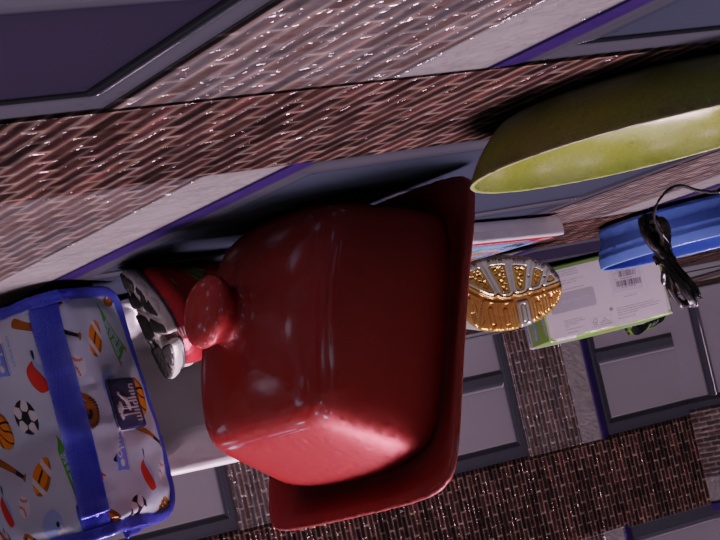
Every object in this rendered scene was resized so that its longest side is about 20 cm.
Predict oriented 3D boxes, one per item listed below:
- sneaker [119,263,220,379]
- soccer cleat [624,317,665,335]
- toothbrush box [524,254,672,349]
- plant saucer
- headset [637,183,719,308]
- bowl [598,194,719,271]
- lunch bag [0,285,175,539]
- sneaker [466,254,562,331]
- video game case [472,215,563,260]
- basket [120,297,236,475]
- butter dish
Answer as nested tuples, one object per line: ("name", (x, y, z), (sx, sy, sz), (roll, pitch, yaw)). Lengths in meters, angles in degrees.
("sneaker", (-0.105, 0.019, 1.319), (0.084, 0.078, 0.200), (-24, -178, 2))
("soccer cleat", (0.540, 0.080, 3.764), (0.081, 0.068, 0.200), (-33, 170, 18))
("toothbrush box", (0.266, 0.032, 2.283), (0.144, 0.087, 0.200), (-13, 174, -2))
("plant saucer", (0.150, -0.079, 1.028), (0.198, 0.031, 0.200), (-13, 176, -1))
("headset", (0.268, -0.056, 1.228), (0.198, 0.095, 0.124), (-25, 174, 2))
("bowl", (0.318, -0.042, 1.853), (0.198, 0.040, 0.201), (-13, 175, -1))
("lunch bag", (-0.204, 0.105, 1.353), (0.123, 0.172, 0.200), (-15, 175, -16))
("sneaker", (0.093, 0.023, 1.907), (0.198, 0.076, 0.088), (-11, -168, -1))
("video game case", (0.049, -0.010, 1.623), (0.199, 0.018, 0.142), (-17, 174, 36))
("basket", (-0.121, 0.083, 1.540), (0.198, 0.137, 0.123), (-10, 176, -31))
("butter dish", (-0.038, 0.040, 1.191), (0.147, 0.202, 0.199), (18, 158, -31))
